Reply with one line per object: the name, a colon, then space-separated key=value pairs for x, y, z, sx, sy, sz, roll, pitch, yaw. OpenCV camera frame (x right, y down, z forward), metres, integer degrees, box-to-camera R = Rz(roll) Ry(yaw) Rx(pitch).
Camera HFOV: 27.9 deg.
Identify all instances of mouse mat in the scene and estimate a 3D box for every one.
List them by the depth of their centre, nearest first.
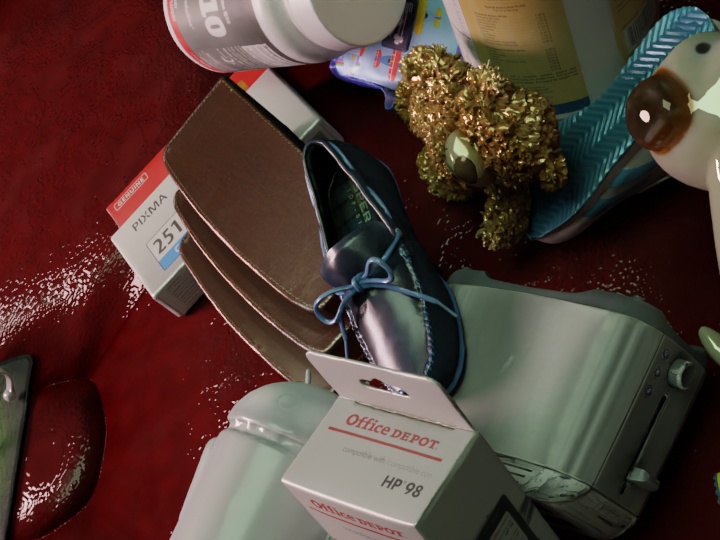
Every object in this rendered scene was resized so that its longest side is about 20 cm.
mouse mat: x=-0.354 y=0.176 z=1.257 sx=0.160 sy=0.008 sz=0.201 roll=-18 pitch=54 yaw=28

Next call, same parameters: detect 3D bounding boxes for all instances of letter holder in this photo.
letter holder: x=-0.066 y=-0.019 z=1.065 sx=0.142 sy=0.100 sz=0.200 roll=-48 pitch=58 yaw=4

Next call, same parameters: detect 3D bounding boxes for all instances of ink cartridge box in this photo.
ink cartridge box: x=0.036 y=0.140 z=0.826 sx=0.115 sy=0.200 sz=0.067 roll=9 pitch=54 yaw=48
ink cartridge box: x=-0.131 y=-0.087 z=1.226 sx=0.200 sy=0.045 sz=0.176 roll=-46 pitch=46 yaw=4

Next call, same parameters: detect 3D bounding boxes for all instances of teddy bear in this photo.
teddy bear: x=0.068 y=-0.087 z=0.989 sx=0.066 sy=0.146 sz=0.200 roll=-18 pitch=27 yaw=-15

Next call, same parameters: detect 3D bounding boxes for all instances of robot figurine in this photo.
robot figurine: x=-0.056 y=0.160 z=0.963 sx=0.169 sy=0.113 sz=0.201 roll=13 pitch=72 yaw=40

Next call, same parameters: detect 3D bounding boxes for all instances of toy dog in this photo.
toy dog: x=0.243 y=-0.050 z=0.825 sx=0.201 sy=0.139 sz=0.194 roll=59 pitch=147 yaw=11

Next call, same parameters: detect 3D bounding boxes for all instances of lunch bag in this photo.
lunch bag: x=0.059 y=-0.219 z=1.149 sx=0.150 sy=0.094 sz=0.202 roll=18 pitch=88 yaw=45

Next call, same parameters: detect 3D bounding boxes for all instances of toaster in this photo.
toaster: x=0.105 y=0.080 z=0.891 sx=0.199 sy=0.113 sz=0.130 roll=11 pitch=72 yaw=43

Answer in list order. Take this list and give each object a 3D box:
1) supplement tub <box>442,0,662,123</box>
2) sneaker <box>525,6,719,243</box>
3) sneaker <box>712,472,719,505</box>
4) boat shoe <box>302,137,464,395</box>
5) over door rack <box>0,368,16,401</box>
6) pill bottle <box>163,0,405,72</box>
supplement tub: x=0.121 y=-0.212 z=0.984 sx=0.143 sy=0.201 sz=0.145 roll=-12 pitch=47 yaw=14
sneaker: x=0.184 y=-0.082 z=0.962 sx=0.200 sy=0.080 sz=0.077 roll=-44 pitch=44 yaw=34
sneaker: x=0.248 y=0.177 z=0.752 sx=0.078 sy=0.066 sz=0.201 roll=-24 pitch=50 yaw=19
boat shoe: x=0.000 y=0.000 z=0.909 sx=0.084 sy=0.068 sz=0.201 roll=-43 pitch=48 yaw=18
over door rack: x=-0.406 y=0.145 z=1.254 sx=0.147 sy=0.067 sz=0.200 roll=21 pitch=56 yaw=44
pill bottle: x=-0.062 y=-0.219 z=1.147 sx=0.199 sy=0.114 sz=0.115 roll=4 pitch=65 yaw=53
